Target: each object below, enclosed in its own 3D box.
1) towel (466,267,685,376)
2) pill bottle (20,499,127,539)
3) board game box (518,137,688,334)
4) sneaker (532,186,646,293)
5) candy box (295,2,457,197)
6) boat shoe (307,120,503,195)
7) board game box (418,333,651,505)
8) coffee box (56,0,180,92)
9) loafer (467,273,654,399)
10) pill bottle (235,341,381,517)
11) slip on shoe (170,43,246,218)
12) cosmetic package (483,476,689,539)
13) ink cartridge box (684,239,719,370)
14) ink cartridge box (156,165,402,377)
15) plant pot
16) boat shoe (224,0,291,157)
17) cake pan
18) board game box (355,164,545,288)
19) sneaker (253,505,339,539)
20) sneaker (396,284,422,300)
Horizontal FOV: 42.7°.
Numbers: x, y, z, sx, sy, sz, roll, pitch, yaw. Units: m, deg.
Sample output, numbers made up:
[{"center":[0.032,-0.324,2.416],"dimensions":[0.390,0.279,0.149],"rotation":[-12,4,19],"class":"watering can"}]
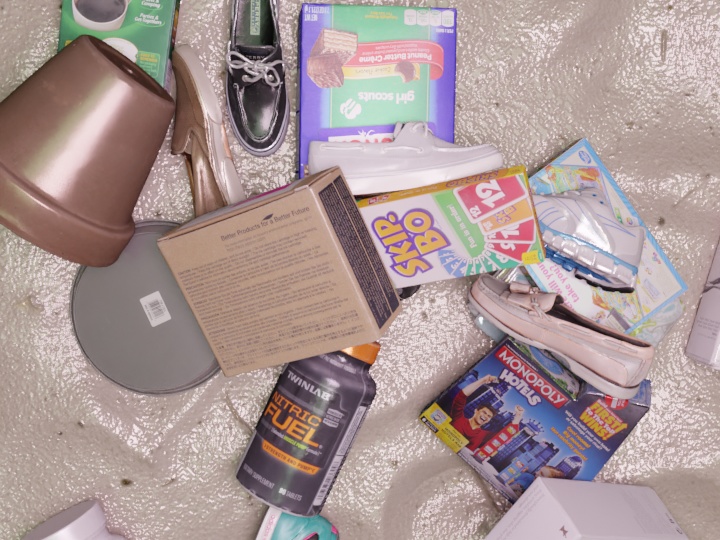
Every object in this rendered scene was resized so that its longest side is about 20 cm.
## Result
[{"center":[0.242,0.044,1.036],"dimensions":[0.200,0.048,0.171],"rotation":[40,92,-5],"class":"towel"},{"center":[-0.283,0.362,0.998],"dimensions":[0.115,0.116,0.201],"rotation":[-25,95,-1],"class":"pill bottle"},{"center":[0.241,-0.022,0.995],"dimensions":[0.134,0.034,0.200],"rotation":[-35,94,-2],"class":"board game box"},{"center":[0.205,-0.056,0.947],"dimensions":[0.199,0.075,0.087],"rotation":[27,77,-7],"class":"sneaker"},{"center":[0.015,-0.179,0.996],"dimensions":[0.168,0.077,0.201],"rotation":[0,95,-5],"class":"candy box"},{"center":[0.044,-0.118,0.935],"dimensions":[0.199,0.072,0.069],"rotation":[-7,96,5],"class":"boat shoe"},{"center":[0.203,0.156,0.994],"dimensions":[0.200,0.062,0.200],"rotation":[42,118,-4],"class":"board game box"},{"center":[-0.258,-0.272,0.993],"dimensions":[0.122,0.044,0.201],"rotation":[7,94,-3],"class":"coffee box"},{"center":[0.206,0.051,0.941],"dimensions":[0.199,0.072,0.063],"rotation":[33,122,19],"class":"loafer"},{"center":[-0.050,0.155,1.001],"dimensions":[0.106,0.106,0.201],"rotation":[25,92,-4],"class":"pill bottle"},{"center":[-0.177,-0.140,0.992],"dimensions":[0.060,0.076,0.201],"rotation":[-18,102,-13],"class":"slip on shoe"},{"center":[0.240,0.288,0.975],"dimensions":[0.199,0.081,0.113],"rotation":[17,119,-37],"class":"cosmetic package"},{"center":[0.469,0.027,1.027],"dimensions":[0.145,0.085,0.201],"rotation":[16,91,-4],"class":"ink cartridge box"},{"center":[-0.081,0.005,0.924],"dimensions":[0.199,0.075,0.166],"rotation":[-16,105,31],"class":"ink cartridge box"},{"center":[-0.276,-0.130,0.914],"dimensions":[0.200,0.200,0.175],"rotation":[39,98,-4],"class":"plant pot"},{"center":[-0.110,-0.225,0.991],"dimensions":[0.073,0.068,0.201],"rotation":[4,94,-3],"class":"boat shoe"},{"center":[-0.226,0.043,1.019],"dimensions":[0.199,0.037,0.202],"rotation":[0,93,-3],"class":"cake pan"},{"center":[0.074,-0.037,0.910],"dimensions":[0.199,0.030,0.096],"rotation":[-10,115,21],"class":"board game box"},{"center":[-0.074,0.362,1.029],"dimensions":[0.120,0.084,0.201],"rotation":[20,92,6],"class":"sneaker"},{"center":[0.000,0.000,1.012],"dimensions":[0.199,0.075,0.116],"rotation":[-15,132,22],"class":"sneaker"}]
